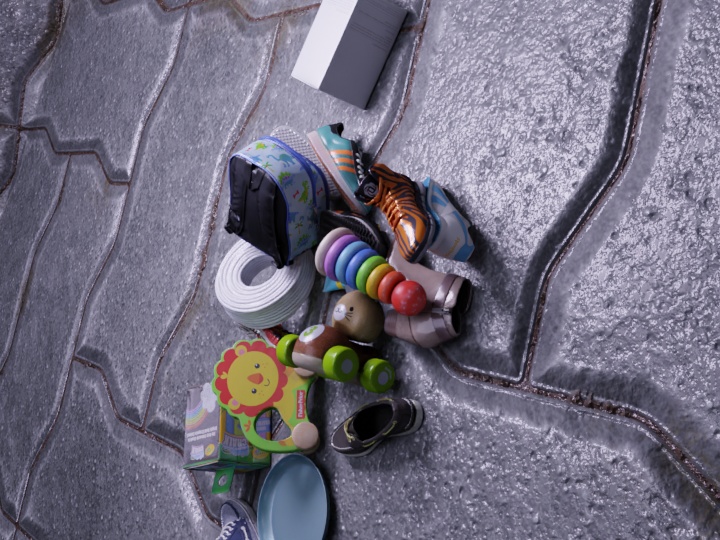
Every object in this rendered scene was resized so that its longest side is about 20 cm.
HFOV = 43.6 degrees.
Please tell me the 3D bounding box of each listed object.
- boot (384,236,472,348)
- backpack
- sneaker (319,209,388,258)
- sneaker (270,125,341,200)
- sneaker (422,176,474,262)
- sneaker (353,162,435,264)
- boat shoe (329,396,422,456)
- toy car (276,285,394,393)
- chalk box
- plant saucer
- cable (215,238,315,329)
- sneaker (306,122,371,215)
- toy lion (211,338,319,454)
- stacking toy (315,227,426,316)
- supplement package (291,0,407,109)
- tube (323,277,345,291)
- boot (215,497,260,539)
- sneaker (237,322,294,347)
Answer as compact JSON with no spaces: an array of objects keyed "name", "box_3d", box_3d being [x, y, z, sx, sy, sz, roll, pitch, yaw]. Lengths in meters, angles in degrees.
[{"name":"boot","box_3d":[0.110,0.026,1.425,0.146,0.070,0.202,-8,70,41]},{"name":"backpack","box_3d":[-0.150,-0.139,1.630,0.183,0.147,0.201,34,143,28]},{"name":"sneaker","box_3d":[0.008,-0.065,1.547,0.200,0.089,0.070,28,119,55]},{"name":"sneaker","box_3d":[-0.092,-0.197,1.733,0.078,0.080,0.200,-40,66,-11]},{"name":"sneaker","box_3d":[0.124,-0.078,1.432,0.077,0.080,0.200,-54,23,25]},{"name":"sneaker","box_3d":[0.044,-0.091,1.364,0.078,0.112,0.200,-54,24,26]},{"name":"boat shoe","box_3d":[0.011,0.251,1.459,0.201,0.060,0.072,-31,55,40]},{"name":"toy car","box_3d":[-0.021,0.083,1.488,0.164,0.157,0.201,7,78,51]},{"name":"chalk box","box_3d":[-0.251,0.319,1.703,0.124,0.123,0.201,-20,63,44]},{"name":"plant saucer","box_3d":[-0.113,0.424,1.576,0.199,0.027,0.202,-20,62,44]},{"name":"cable","box_3d":[-0.180,0.012,1.709,0.200,0.069,0.200,-43,47,-9]},{"name":"sneaker","box_3d":[-0.021,-0.191,1.642,0.080,0.071,0.201,-29,68,-5]},{"name":"toy lion","box_3d":[-0.167,0.220,1.586,0.069,0.190,0.201,89,179,-70]},{"name":"stacking toy","box_3d":[0.023,0.012,1.410,0.200,0.085,0.086,34,104,33]},{"name":"supplement package","box_3d":[-0.023,-0.425,1.690,0.117,0.116,0.201,37,105,49]},{"name":"tube","box_3d":[0.000,0.000,1.577,0.199,0.050,0.078,-2,68,54]},{"name":"boot","box_3d":[-0.233,0.487,1.646,0.200,0.090,0.073,42,110,48]},{"name":"sneaker","box_3d":[-0.184,0.141,1.719,0.200,0.077,0.083,31,107,52]}]
